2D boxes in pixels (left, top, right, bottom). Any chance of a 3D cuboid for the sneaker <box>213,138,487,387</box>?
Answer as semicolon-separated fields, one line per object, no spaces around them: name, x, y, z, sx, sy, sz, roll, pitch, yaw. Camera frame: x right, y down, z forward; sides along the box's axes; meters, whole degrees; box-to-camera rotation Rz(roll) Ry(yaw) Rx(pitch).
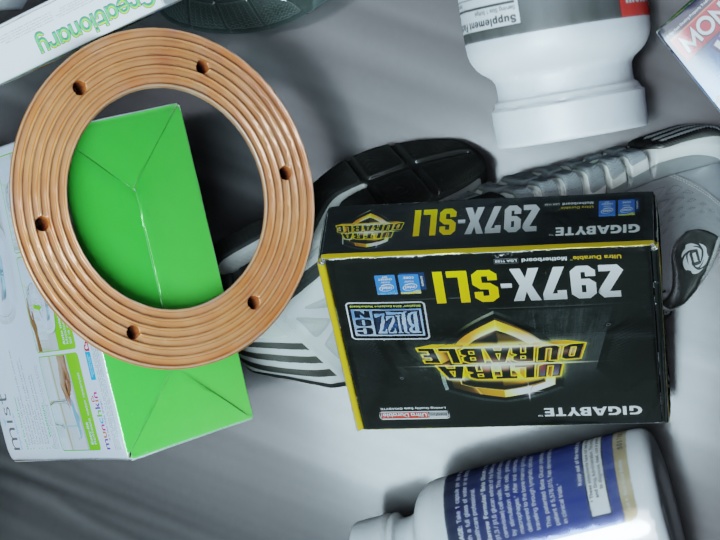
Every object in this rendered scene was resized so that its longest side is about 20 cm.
sneaker;0.000;0.000;1.288;0.199;0.076;0.116;-27;128;-7

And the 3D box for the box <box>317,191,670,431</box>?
box;0.084;0.028;1.205;0.198;0.050;0.161;-2;135;10

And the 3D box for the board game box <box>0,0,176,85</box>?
board game box;-0.170;-0.158;1.238;0.199;0.126;0.035;-20;100;32

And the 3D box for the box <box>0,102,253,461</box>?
box;-0.171;0.013;1.255;0.176;0.096;0.202;-10;94;57

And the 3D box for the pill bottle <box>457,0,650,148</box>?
pill bottle;0.114;-0.181;1.214;0.115;0.116;0.202;-9;94;12

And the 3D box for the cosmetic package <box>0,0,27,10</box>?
cosmetic package;-0.207;-0.265;1.213;0.101;0.071;0.200;44;115;13

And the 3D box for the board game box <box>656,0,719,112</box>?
board game box;0.287;-0.170;1.207;0.200;0.062;0.200;-39;86;13

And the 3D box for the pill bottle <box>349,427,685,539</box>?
pill bottle;0.099;0.174;1.252;0.198;0.111;0.112;-15;92;12

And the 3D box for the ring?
ring;-0.116;-0.042;1.180;0.199;0.019;0.203;4;82;-31

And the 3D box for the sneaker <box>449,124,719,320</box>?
sneaker;0.143;-0.010;1.229;0.198;0.075;0.117;-17;100;-6

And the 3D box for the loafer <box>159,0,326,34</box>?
loafer;-0.039;-0.204;1.278;0.198;0.063;0.072;-12;121;25
